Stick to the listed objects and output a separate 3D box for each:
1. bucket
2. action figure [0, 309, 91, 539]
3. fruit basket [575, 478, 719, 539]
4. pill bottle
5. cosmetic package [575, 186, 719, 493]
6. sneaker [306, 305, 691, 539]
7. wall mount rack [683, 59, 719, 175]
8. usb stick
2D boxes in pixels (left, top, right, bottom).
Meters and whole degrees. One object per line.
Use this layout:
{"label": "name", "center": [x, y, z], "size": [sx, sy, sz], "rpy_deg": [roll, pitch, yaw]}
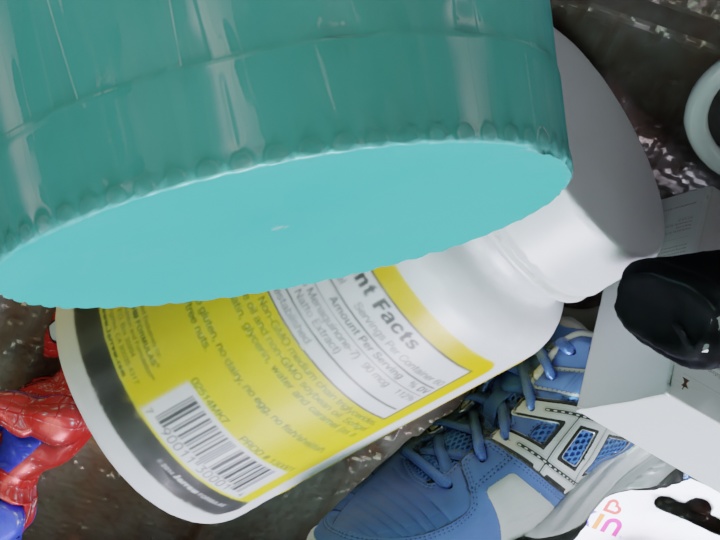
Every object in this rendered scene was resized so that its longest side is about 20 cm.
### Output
{"label": "bucket", "center": [-0.036, -0.074, 0.766], "size": [0.207, 0.135, 0.207], "rpy_deg": [-10, 169, -2]}
{"label": "action figure", "center": [-0.167, 0.090, 1.012], "size": [0.099, 0.065, 0.200], "rpy_deg": [28, 101, 2]}
{"label": "fruit basket", "center": [0.094, 0.165, 1.054], "size": [0.185, 0.094, 0.200], "rpy_deg": [22, 124, -14]}
{"label": "pill bottle", "center": [0.000, 0.000, 0.910], "size": [0.200, 0.114, 0.114], "rpy_deg": [-30, 121, 25]}
{"label": "cosmetic package", "center": [0.170, 0.053, 0.937], "size": [0.200, 0.083, 0.051], "rpy_deg": [31, 150, -31]}
{"label": "sneaker", "center": [0.060, 0.056, 0.945], "size": [0.200, 0.076, 0.077], "rpy_deg": [-29, 119, -25]}
{"label": "wall mount rack", "center": [0.210, -0.090, 0.855], "size": [0.200, 0.075, 0.174], "rpy_deg": [2, 133, 2]}
{"label": "usb stick", "center": [0.170, 0.006, 0.881], "size": [0.200, 0.055, 0.033], "rpy_deg": [-7, 109, -40]}
